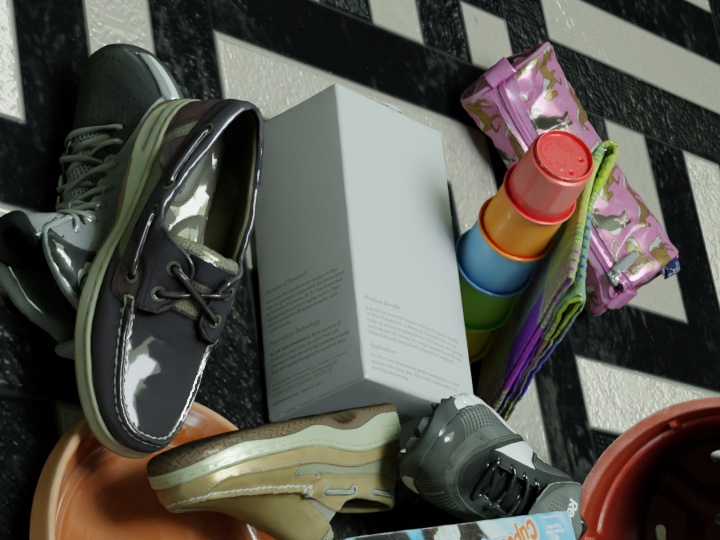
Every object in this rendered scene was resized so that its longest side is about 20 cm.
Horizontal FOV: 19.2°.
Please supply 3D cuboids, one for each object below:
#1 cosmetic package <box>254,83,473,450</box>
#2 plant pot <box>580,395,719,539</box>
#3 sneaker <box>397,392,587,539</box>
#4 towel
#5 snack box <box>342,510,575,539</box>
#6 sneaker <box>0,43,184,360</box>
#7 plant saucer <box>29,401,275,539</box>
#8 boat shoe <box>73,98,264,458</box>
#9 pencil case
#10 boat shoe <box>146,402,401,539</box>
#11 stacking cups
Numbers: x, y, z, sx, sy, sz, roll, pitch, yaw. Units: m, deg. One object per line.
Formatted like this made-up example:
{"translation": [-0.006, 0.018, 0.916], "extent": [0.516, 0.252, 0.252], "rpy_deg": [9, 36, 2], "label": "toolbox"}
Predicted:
{"translation": [0.000, 0.000, 1.305], "extent": [0.108, 0.085, 0.200], "rpy_deg": [23, 51, -43], "label": "cosmetic package"}
{"translation": [0.247, 0.181, 1.390], "extent": [0.195, 0.201, 0.201], "rpy_deg": [12, 56, -76], "label": "plant pot"}
{"translation": [0.087, 0.127, 1.246], "extent": [0.090, 0.066, 0.200], "rpy_deg": [32, -5, 26], "label": "sneaker"}
{"translation": [0.113, 0.024, 1.358], "extent": [0.023, 0.200, 0.144], "rpy_deg": [21, 46, -4], "label": "towel"}
{"translation": [0.016, 0.166, 1.140], "extent": [0.200, 0.116, 0.037], "rpy_deg": [1, 70, -51], "label": "snack box"}
{"translation": [-0.149, -0.041, 1.155], "extent": [0.115, 0.075, 0.200], "rpy_deg": [10, 62, -46], "label": "sneaker"}
{"translation": [-0.097, 0.164, 1.127], "extent": [0.200, 0.032, 0.200], "rpy_deg": [29, 49, -39], "label": "plant saucer"}
{"translation": [-0.094, -0.002, 1.108], "extent": [0.072, 0.065, 0.200], "rpy_deg": [29, 63, -36], "label": "boat shoe"}
{"translation": [0.150, -0.068, 1.540], "extent": [0.083, 0.087, 0.200], "rpy_deg": [-35, 97, -23], "label": "pencil case"}
{"translation": [-0.036, 0.118, 1.152], "extent": [0.200, 0.072, 0.076], "rpy_deg": [-5, 84, -53], "label": "boat shoe"}
{"translation": [0.085, -0.018, 1.325], "extent": [0.060, 0.200, 0.061], "rpy_deg": [9, 54, -13], "label": "stacking cups"}
